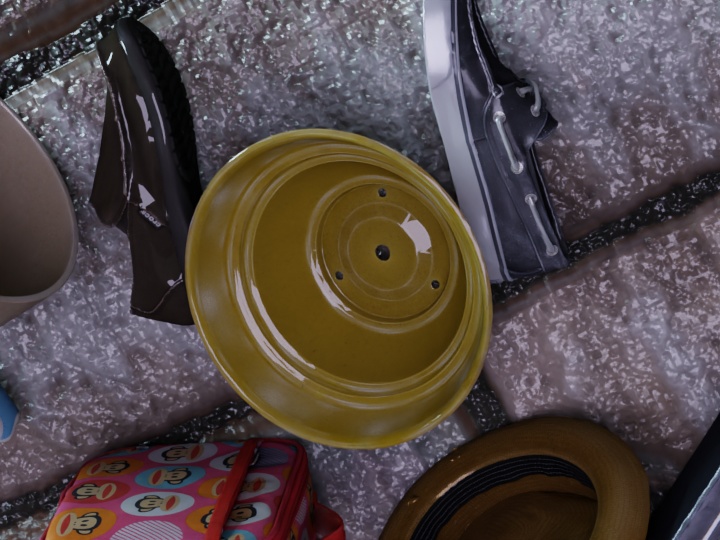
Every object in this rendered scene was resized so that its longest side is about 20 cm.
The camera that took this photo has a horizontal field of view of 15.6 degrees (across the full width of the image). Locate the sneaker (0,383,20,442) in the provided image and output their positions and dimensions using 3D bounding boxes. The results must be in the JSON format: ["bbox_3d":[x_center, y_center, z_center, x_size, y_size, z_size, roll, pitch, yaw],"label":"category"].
[{"bbox_3d":[-0.303,0.138,1.693,0.081,0.077,0.200,40,109,-7],"label":"sneaker"}]

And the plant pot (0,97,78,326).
[{"bbox_3d":[-0.308,-0.006,1.616,0.200,0.187,0.187,-39,96,30],"label":"plant pot"}]

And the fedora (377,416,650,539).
[{"bbox_3d":[0.100,0.184,1.612,0.200,0.201,0.082,-31,129,15],"label":"fedora"}]

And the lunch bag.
[{"bbox_3d":[-0.097,0.167,1.603,0.175,0.200,0.082,-3,106,6],"label":"lunch bag"}]

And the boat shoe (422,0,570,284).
[{"bbox_3d":[0.084,-0.089,1.574,0.068,0.072,0.201,-9,106,13],"label":"boat shoe"}]

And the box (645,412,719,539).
[{"bbox_3d":[0.300,0.146,1.577,0.198,0.123,0.200,31,105,-2],"label":"box"}]

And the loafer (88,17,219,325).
[{"bbox_3d":[-0.137,-0.055,1.615,0.071,0.073,0.201,-10,103,9],"label":"loafer"}]

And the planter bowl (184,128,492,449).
[{"bbox_3d":[0.000,0.000,1.589,0.200,0.083,0.201,8,112,21],"label":"planter bowl"}]
